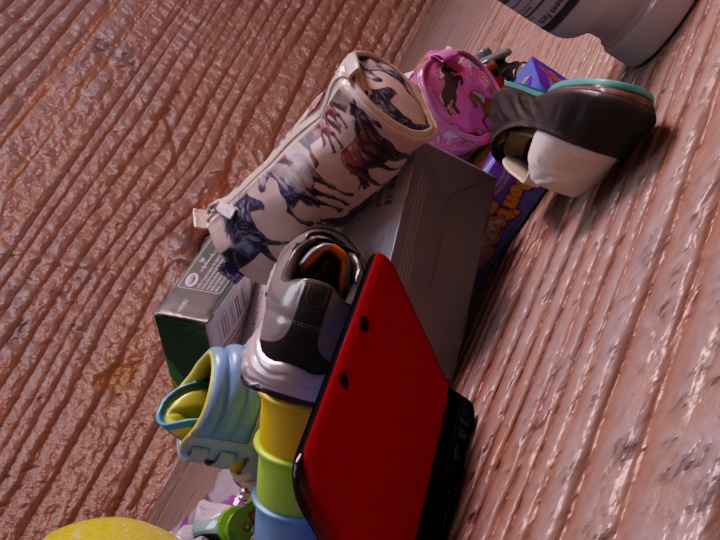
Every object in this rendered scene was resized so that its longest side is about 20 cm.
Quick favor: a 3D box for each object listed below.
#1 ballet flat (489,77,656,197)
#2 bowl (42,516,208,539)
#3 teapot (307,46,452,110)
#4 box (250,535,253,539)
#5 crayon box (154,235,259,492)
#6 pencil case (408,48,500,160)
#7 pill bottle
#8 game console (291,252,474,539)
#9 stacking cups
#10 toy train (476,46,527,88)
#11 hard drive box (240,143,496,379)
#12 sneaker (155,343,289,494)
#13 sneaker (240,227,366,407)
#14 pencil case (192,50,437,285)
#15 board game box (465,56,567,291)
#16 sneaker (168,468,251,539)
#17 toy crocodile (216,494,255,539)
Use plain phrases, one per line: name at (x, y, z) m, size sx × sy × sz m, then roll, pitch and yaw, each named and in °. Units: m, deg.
ballet flat at (0.130, -0.084, 0.733) m, size 0.200 × 0.068 × 0.069 m, roll -139°, pitch 65°, yaw -78°
bowl at (-0.153, 0.269, 0.897) m, size 0.107 × 0.201 × 0.200 m, roll -30°, pitch 7°, yaw -2°
teapot at (0.038, -0.124, 1.260) m, size 0.146 × 0.198 × 0.200 m, roll -22°, pitch 11°, yaw -29°
box at (-0.035, 0.179, 0.918) m, size 0.201 × 0.041 × 0.119 m, roll -61°, pitch 7°, yaw 3°
crayon box at (-0.108, 0.075, 0.979) m, size 0.126 × 0.051 × 0.201 m, roll -61°, pitch -27°, yaw -45°
pencil case at (0.037, -0.108, 0.958) m, size 0.200 × 0.086 × 0.083 m, roll -33°, pitch 35°, yaw 55°
pill bottle at (0.131, -0.233, 0.787) m, size 0.116 × 0.200 × 0.116 m, roll -58°, pitch 7°, yaw 11°
game console at (-0.012, 0.122, 0.628) m, size 0.172 × 0.119 × 0.200 m, roll -48°, pitch 12°, yaw 33°
stacking cups at (-0.042, 0.162, 0.722) m, size 0.061 × 0.060 × 0.201 m, roll -78°, pitch -6°, yaw -70°
toy train at (0.075, -0.138, 1.057) m, size 0.114 × 0.085 × 0.200 m, roll -34°, pitch 11°, yaw -34°
hard drive box at (0.000, 0.000, 0.876) m, size 0.200 × 0.077 × 0.157 m, roll -7°, pitch 65°, yaw 57°
sneaker at (-0.074, 0.131, 0.779) m, size 0.080 × 0.130 × 0.201 m, roll -129°, pitch 40°, yaw -63°
sneaker at (-0.021, 0.010, 0.707) m, size 0.200 × 0.074 × 0.080 m, roll -82°, pitch 10°, yaw -70°
pencil case at (-0.033, -0.069, 0.807) m, size 0.200 × 0.089 × 0.078 m, roll -43°, pitch 47°, yaw 37°
board game box at (0.104, -0.064, 0.920) m, size 0.200 × 0.045 × 0.135 m, roll -57°, pitch 7°, yaw 20°
sneaker at (-0.142, 0.256, 1.240) m, size 0.200 × 0.078 × 0.140 m, roll -35°, pitch 22°, yaw 52°
toy crocodile at (-0.076, 0.205, 1.045) m, size 0.200 × 0.062 × 0.067 m, roll -57°, pitch 7°, yaw -19°
